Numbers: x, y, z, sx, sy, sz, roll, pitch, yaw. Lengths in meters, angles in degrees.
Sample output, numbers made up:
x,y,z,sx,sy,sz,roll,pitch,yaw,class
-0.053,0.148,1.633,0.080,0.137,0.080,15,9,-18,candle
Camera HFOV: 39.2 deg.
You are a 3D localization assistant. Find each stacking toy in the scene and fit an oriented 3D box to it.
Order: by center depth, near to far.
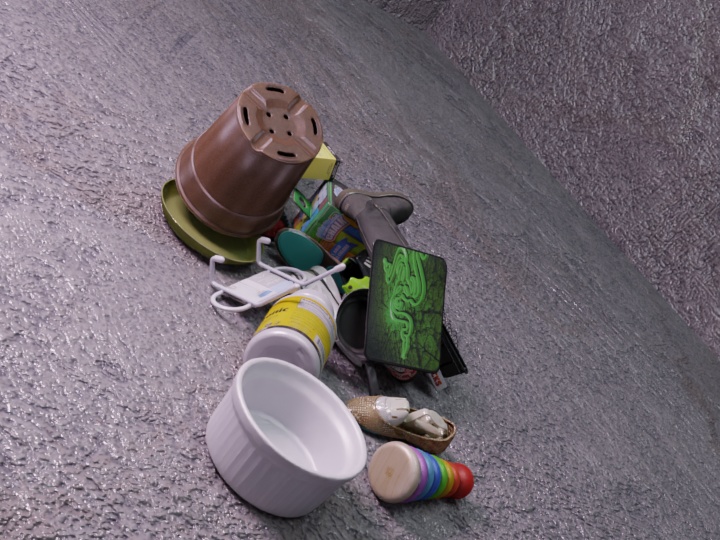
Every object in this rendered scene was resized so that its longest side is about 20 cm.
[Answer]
x,y,z,sx,sy,sz,roll,pitch,yaw,class
0.100,0.305,1.480,0.200,0.085,0.085,24,27,-49,stacking toy

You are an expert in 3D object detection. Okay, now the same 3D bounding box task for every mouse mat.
x,y,z,sx,sy,sz,roll,pitch,yaw,class
0.075,0.060,1.645,0.161,0.008,0.200,15,72,-35,mouse mat

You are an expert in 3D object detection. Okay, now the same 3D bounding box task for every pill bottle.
x,y,z,sx,sy,sz,roll,pitch,yaw,class
-0.096,0.101,1.490,0.111,0.111,0.200,38,22,-5,pill bottle

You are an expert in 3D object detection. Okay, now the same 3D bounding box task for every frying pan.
x,y,z,sx,sy,sz,roll,pitch,yaw,class
0.020,0.120,1.612,0.115,0.031,0.190,-31,102,-32,frying pan

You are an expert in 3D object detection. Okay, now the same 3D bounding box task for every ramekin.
x,y,z,sx,sy,sz,roll,pitch,yaw,class
-0.099,0.216,1.288,0.200,0.098,0.201,34,23,-16,ramekin

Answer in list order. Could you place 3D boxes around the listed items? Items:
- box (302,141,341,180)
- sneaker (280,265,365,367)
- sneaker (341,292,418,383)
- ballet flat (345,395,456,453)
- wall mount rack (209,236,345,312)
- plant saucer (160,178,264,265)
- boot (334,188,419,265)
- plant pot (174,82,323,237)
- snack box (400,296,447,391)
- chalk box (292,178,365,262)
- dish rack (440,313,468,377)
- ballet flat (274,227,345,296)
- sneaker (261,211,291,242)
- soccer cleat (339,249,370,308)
x,y,z,sx,sy,sz,roll,pitch,yaw,class
-0.141,-0.206,1.836,0.200,0.050,0.075,1,35,-33,box
-0.066,0.086,1.649,0.115,0.076,0.201,-16,61,-44,sneaker
0.031,0.093,1.709,0.201,0.067,0.108,54,-8,23,sneaker
0.069,0.228,1.569,0.200,0.065,0.071,23,38,-33,ballet flat
-0.130,0.011,1.560,0.174,0.075,0.200,22,28,29,wall mount rack
-0.251,-0.074,1.678,0.200,0.031,0.200,34,23,-16,plant saucer
0.060,-0.061,1.764,0.182,0.073,0.200,-1,35,-36,boot
-0.168,-0.186,1.627,0.200,0.198,0.201,17,56,-26,plant pot
0.093,0.114,1.732,0.200,0.024,0.072,64,-4,-30,snack box
-0.050,-0.082,1.890,0.200,0.124,0.125,31,25,-18,chalk box
0.137,0.097,1.866,0.154,0.054,0.200,62,12,-21,dish rack
-0.076,-0.010,1.810,0.200,0.068,0.067,39,2,-17,ballet flat
-0.199,-0.133,1.807,0.200,0.079,0.096,39,20,-4,sneaker
0.000,0.000,1.719,0.081,0.068,0.200,44,15,-18,soccer cleat
